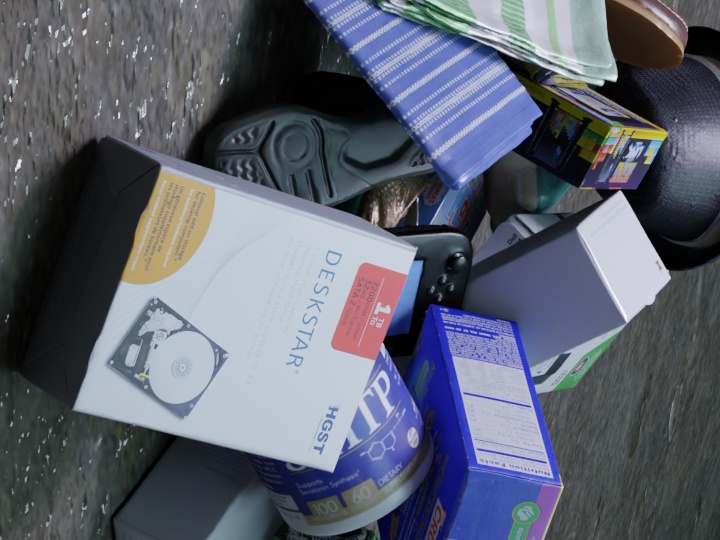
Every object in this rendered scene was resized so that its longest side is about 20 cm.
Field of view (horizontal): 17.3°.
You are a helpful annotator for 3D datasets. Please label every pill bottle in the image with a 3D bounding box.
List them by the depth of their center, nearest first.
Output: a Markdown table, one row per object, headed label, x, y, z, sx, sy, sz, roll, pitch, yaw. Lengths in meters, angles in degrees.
| label | x | y | z | sx | sy | sz | roll | pitch | yaw |
| --- | --- | --- | --- | --- | --- | --- | --- | --- | --- |
| pill bottle | -0.042 | 0.069 | 1.608 | 0.120 | 0.120 | 0.200 | -52 | 124 | -40 |

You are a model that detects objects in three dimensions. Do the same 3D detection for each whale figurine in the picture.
| label | x | y | z | sx | sy | sz | roll | pitch | yaw |
| --- | --- | --- | --- | --- | --- | --- | --- | --- | --- |
| whale figurine | 0.152 | -0.098 | 2.008 | 0.159 | 0.103 | 0.200 | -101 | -170 | -58 |

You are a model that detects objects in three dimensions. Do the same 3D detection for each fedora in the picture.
| label | x | y | z | sx | sy | sz | roll | pitch | yaw |
| --- | --- | --- | --- | --- | --- | --- | --- | --- | --- |
| fedora | 0.239 | -0.102 | 1.892 | 0.091 | 0.200 | 0.201 | 7 | 105 | -39 |

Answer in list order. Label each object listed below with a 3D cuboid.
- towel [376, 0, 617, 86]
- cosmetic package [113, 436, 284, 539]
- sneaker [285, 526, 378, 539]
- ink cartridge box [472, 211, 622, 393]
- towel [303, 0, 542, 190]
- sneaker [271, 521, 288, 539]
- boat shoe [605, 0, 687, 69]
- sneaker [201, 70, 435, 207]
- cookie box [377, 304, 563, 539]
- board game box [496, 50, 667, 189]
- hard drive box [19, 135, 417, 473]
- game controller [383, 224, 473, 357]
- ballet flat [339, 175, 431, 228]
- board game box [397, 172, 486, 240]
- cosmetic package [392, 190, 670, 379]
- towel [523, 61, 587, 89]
| label | x | y | z | sx | sy | sz | roll | pitch | yaw |
| --- | --- | --- | --- | --- | --- | --- | --- | --- | --- |
| towel | 0.092 | -0.216 | 1.648 | 0.023 | 0.200 | 0.153 | -37 | -133 | 44 |
| cosmetic package | -0.096 | 0.154 | 1.713 | 0.200 | 0.074 | 0.102 | -51 | 154 | -37 |
| sneaker | 0.000 | 0.220 | 1.783 | 0.200 | 0.077 | 0.089 | 25 | 72 | -60 |
| ink cartridge box | 0.152 | 0.029 | 1.985 | 0.147 | 0.083 | 0.200 | -52 | 158 | 21 |
| towel | 0.032 | -0.152 | 1.595 | 0.024 | 0.200 | 0.145 | -38 | -179 | 36 |
| sneaker | -0.065 | 0.206 | 1.821 | 0.200 | 0.088 | 0.077 | -44 | 149 | -51 |
| boat shoe | 0.170 | -0.227 | 1.851 | 0.070 | 0.200 | 0.070 | -51 | -166 | 58 |
| sneaker | -0.036 | -0.088 | 1.620 | 0.199 | 0.114 | 0.076 | -17 | 107 | -33 |
| cookie box | 0.071 | 0.153 | 1.698 | 0.200 | 0.075 | 0.171 | -100 | -156 | -56 |
| board game box | 0.116 | -0.130 | 1.788 | 0.057 | 0.200 | 0.165 | -62 | 162 | 11 |
| hard drive box | -0.085 | 0.023 | 1.450 | 0.200 | 0.077 | 0.156 | 16 | 96 | -37 |
| game controller | -0.010 | 0.020 | 1.709 | 0.200 | 0.042 | 0.105 | -5 | 113 | -30 |
| ballet flat | 0.000 | 0.000 | 1.798 | 0.200 | 0.065 | 0.070 | -65 | -163 | -7 |
| board game box | 0.043 | -0.003 | 1.927 | 0.200 | 0.037 | 0.151 | -62 | 165 | -19 |
| cosmetic package | 0.122 | 0.028 | 1.805 | 0.200 | 0.085 | 0.108 | -29 | -177 | 29 |
| towel | 0.102 | -0.218 | 1.730 | 0.023 | 0.200 | 0.144 | -33 | 174 | 19 |
